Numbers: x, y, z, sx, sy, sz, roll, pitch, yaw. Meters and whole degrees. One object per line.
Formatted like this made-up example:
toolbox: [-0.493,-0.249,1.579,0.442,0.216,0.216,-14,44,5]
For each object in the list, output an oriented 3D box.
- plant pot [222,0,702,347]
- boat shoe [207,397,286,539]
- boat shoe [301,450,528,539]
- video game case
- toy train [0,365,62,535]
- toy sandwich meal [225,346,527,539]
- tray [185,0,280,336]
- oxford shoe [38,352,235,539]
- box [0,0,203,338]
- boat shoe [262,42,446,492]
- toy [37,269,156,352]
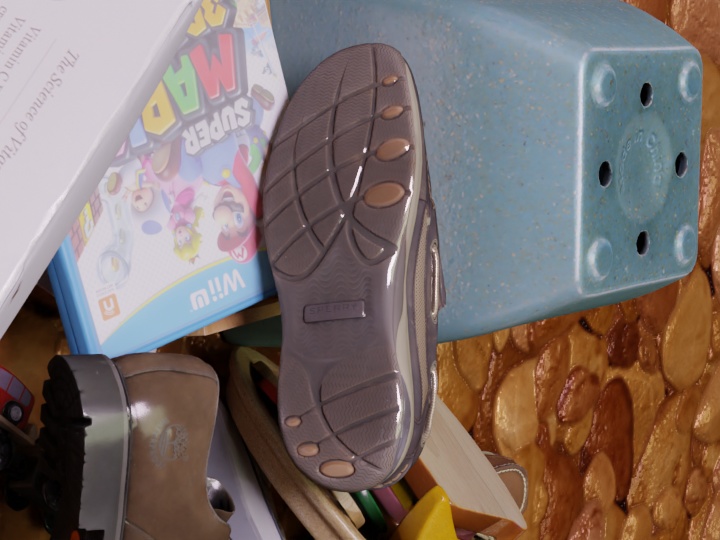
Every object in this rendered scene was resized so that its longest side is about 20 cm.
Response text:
plant pot: [0.064,-0.059,0.867,0.195,0.199,0.198,-9,102,-49]
boat shoe: [-0.057,0.151,0.802,0.070,0.071,0.201,42,23,-58]
boat shoe: [0.042,0.166,0.970,0.200,0.074,0.076,-25,115,-46]
video game case: [-0.088,-0.074,0.716,0.143,0.018,0.201,-25,106,-43]
toy train: [-0.168,0.062,0.736,0.200,0.034,0.046,47,48,-42]
toy sandwich meal: [0.014,0.100,0.849,0.070,0.205,0.205,-41,134,4]
tray: [-0.075,-0.075,0.790,0.099,0.037,0.201,-14,98,-65]
oxford shoe: [-0.090,0.125,0.703,0.084,0.073,0.201,-6,123,-29]
box: [-0.177,-0.081,0.571,0.199,0.106,0.153,32,66,-7]
boat shoe: [0.000,0.000,0.752,0.073,0.074,0.201,32,60,-67]
toy: [-0.146,-0.049,0.726,0.200,0.047,0.116,48,46,-55]
